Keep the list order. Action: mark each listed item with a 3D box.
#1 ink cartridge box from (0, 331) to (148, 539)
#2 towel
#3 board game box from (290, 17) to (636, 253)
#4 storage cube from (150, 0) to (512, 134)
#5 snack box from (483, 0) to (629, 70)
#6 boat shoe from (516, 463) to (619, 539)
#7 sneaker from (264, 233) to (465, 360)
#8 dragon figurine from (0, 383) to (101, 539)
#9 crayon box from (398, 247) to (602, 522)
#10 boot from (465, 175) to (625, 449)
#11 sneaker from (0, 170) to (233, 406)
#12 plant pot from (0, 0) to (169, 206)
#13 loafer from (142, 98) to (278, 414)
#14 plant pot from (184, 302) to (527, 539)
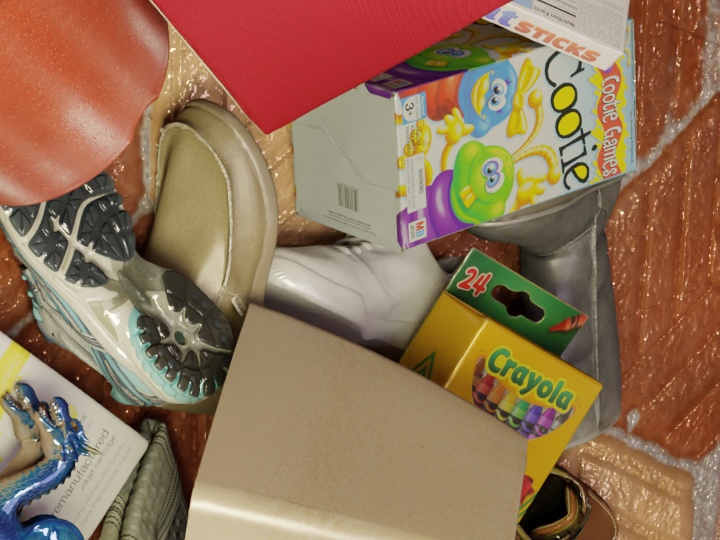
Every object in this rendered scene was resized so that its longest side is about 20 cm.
[{"bbox_3d":[-0.236,0.099,1.529,0.200,0.083,0.145,41,77,-42],"label":"ink cartridge box"},{"bbox_3d":[-0.120,0.218,1.621,0.200,0.035,0.193,-76,161,-53],"label":"towel"},{"bbox_3d":[0.065,-0.096,1.717,0.200,0.105,0.103,-20,116,-37],"label":"board game box"},{"bbox_3d":[-0.032,-0.213,1.482,0.180,0.171,0.200,-28,142,9],"label":"storage cube"},{"bbox_3d":[0.072,-0.190,1.667,0.200,0.024,0.072,22,57,-19],"label":"snack box"},{"bbox_3d":[0.121,0.166,1.883,0.200,0.068,0.072,27,84,-45],"label":"boat shoe"},{"bbox_3d":[0.000,0.000,1.727,0.200,0.075,0.089,22,78,-51],"label":"sneaker"},{"bbox_3d":[-0.176,0.163,1.479,0.099,0.059,0.200,-15,93,-19],"label":"dragon figurine"},{"bbox_3d":[0.067,0.099,1.737,0.127,0.051,0.200,28,94,-42],"label":"crayon box"},{"bbox_3d":[0.119,0.024,1.832,0.182,0.073,0.200,-16,121,-45],"label":"boot"},{"bbox_3d":[-0.165,0.004,1.566,0.200,0.086,0.078,53,46,-15],"label":"sneaker"},{"bbox_3d":[-0.208,-0.141,1.409,0.201,0.201,0.195,-59,141,-9],"label":"plant pot"},{"bbox_3d":[-0.095,-0.001,1.626,0.067,0.076,0.200,-22,118,-42],"label":"loafer"},{"bbox_3d":[-0.005,0.164,1.575,0.200,0.177,0.200,-76,176,-58],"label":"plant pot"}]
